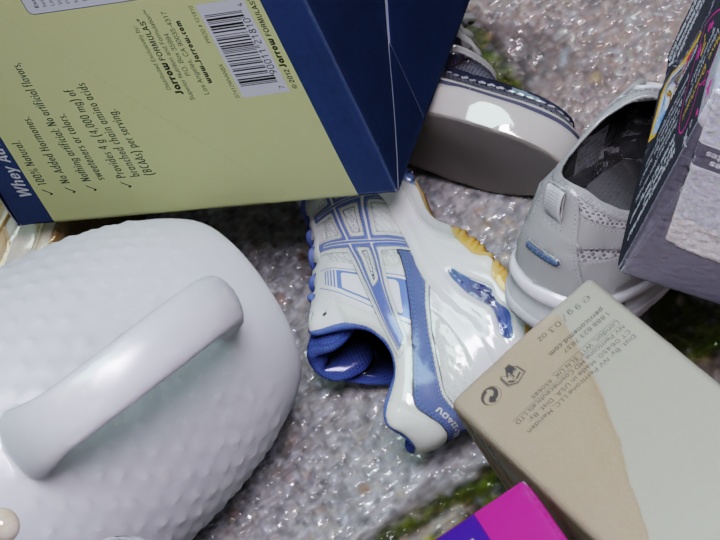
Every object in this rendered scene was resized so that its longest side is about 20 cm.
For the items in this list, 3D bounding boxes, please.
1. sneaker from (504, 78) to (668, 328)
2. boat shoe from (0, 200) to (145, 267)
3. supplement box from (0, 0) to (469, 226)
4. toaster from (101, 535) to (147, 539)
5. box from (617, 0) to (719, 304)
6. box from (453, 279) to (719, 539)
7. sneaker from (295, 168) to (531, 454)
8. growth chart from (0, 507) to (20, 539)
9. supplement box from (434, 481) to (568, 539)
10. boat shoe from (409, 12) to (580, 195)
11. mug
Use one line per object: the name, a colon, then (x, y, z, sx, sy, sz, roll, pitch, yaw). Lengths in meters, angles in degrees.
sneaker: (0.141, -0.050, 0.995, 0.075, 0.082, 0.200, 31, 53, 24)
boat shoe: (-0.161, -0.004, 1.146, 0.069, 0.074, 0.201, 7, 58, 25)
supplement box: (-0.088, -0.141, 1.035, 0.199, 0.200, 0.135, -4, 43, 27)
toaster: (-0.080, 0.191, 0.904, 0.113, 0.129, 0.201, -24, 46, 7)
box: (0.215, -0.043, 0.885, 0.199, 0.132, 0.115, 17, 59, -1)
box: (0.132, 0.101, 0.893, 0.078, 0.095, 0.200, -41, 45, -7)
sneaker: (0.000, 0.000, 1.058, 0.088, 0.075, 0.200, -38, 45, -5)
growth chart: (-0.205, 0.173, 0.897, 0.018, 0.200, 0.145, 45, 37, 14)
supplement box: (0.077, 0.190, 0.843, 0.101, 0.104, 0.200, -34, 44, -1)
boat shoe: (0.033, -0.100, 1.121, 0.199, 0.075, 0.093, 16, 70, 37)
mug: (-0.111, 0.055, 0.995, 0.175, 0.200, 0.148, -34, 88, -23)
